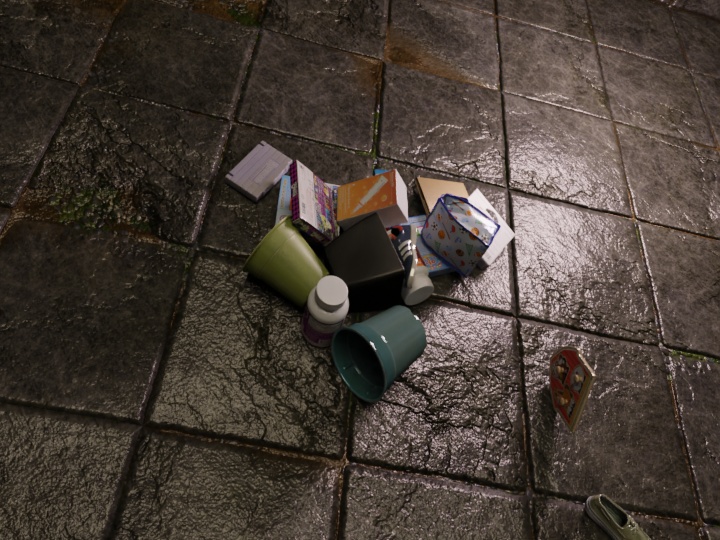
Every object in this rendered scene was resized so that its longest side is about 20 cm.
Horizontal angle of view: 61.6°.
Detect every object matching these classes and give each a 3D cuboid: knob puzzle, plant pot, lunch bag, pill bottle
[{"bbox_3d":[0.547,0.295,1.623,0.029,0.222,0.226,5,56,-11],"label":"knob puzzle"},{"bbox_3d":[0.059,0.199,1.554,0.193,0.202,0.201,-26,66,-37],"label":"plant pot"},{"bbox_3d":[0.285,-0.114,1.777,0.197,0.172,0.124,34,50,6],"label":"lunch bag"},{"bbox_3d":[-0.089,0.104,1.558,0.108,0.202,0.115,7,54,-10],"label":"pill bottle"},{"bbox_3d":[0.130,-0.012,1.747,0.111,0.115,0.204,-13,61,-22],"label":"pill bottle"},{"bbox_3d":[0.000,0.000,1.668,0.172,0.202,0.204,-20,63,-12],"label":"plant pot"},{"bbox_3d":[-0.187,-0.008,1.632,0.190,0.200,0.201,43,56,0],"label":"plant pot"}]

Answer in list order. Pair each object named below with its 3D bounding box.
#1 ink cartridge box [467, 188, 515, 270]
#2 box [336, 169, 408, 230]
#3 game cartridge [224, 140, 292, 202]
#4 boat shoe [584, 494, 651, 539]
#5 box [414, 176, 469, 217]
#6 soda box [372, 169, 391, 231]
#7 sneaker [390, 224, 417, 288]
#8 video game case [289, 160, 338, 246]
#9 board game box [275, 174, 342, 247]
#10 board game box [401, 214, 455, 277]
[{"bbox_3d":[0.376,-0.133,1.908,0.201,0.043,0.173,50,56,0],"label":"ink cartridge box"},{"bbox_3d":[0.035,-0.196,1.787,0.194,0.098,0.128,-14,57,21],"label":"box"},{"bbox_3d":[-0.312,-0.306,1.870,0.128,0.039,0.201,35,55,4],"label":"game cartridge"},{"bbox_3d":[0.651,0.637,1.498,0.198,0.063,0.072,37,55,9],"label":"boat shoe"},{"bbox_3d":[0.280,-0.225,1.958,0.194,0.021,0.168,2,56,-29],"label":"box"},{"bbox_3d":[0.076,-0.217,1.894,0.062,0.069,0.206,2,57,-14],"label":"soda box"},{"bbox_3d":[0.112,-0.039,1.656,0.081,0.076,0.205,4,51,-1],"label":"sneaker"},{"bbox_3d":[-0.130,-0.182,1.700,0.180,0.035,0.206,35,39,-47],"label":"video game case"},{"bbox_3d":[-0.155,-0.177,1.813,0.189,0.056,0.206,9,56,-9],"label":"board game box"},{"bbox_3d":[0.208,-0.079,1.860,0.147,0.037,0.204,-10,60,-23],"label":"board game box"}]
